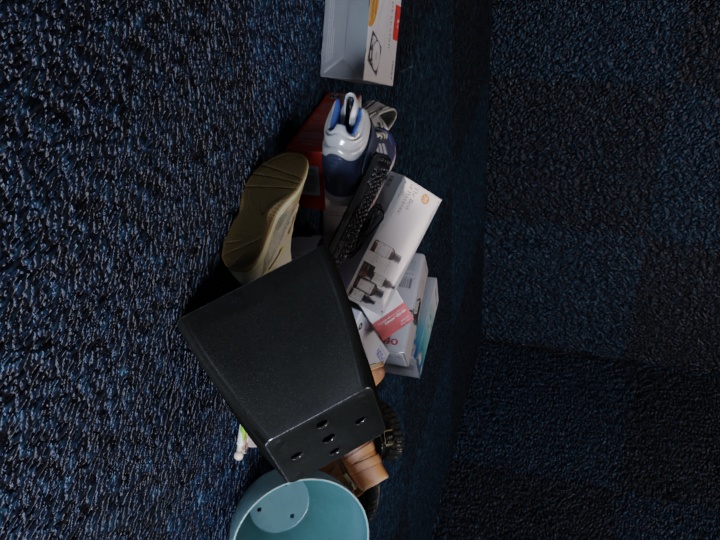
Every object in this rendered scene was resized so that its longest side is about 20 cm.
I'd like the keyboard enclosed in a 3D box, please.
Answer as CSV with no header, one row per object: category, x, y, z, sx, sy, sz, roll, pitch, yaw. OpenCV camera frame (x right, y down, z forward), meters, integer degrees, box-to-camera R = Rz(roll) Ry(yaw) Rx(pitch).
keyboard,0.003,-0.070,1.312,0.202,0.039,0.104,-63,167,10

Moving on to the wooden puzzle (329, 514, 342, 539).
wooden puzzle,-0.075,0.398,1.481,0.186,0.037,0.201,90,-24,-48

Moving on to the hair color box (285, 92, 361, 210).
hair color box,-0.052,-0.189,1.421,0.201,0.060,0.103,-62,155,-52

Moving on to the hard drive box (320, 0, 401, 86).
hard drive box,0.003,-0.389,1.501,0.200,0.076,0.158,-31,128,-72

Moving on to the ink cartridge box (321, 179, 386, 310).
ink cartridge box,-0.010,-0.052,1.607,0.146,0.083,0.203,-50,145,-64

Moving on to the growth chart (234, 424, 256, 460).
growth chart,-0.141,0.201,1.361,0.200,0.017,0.147,28,69,-76

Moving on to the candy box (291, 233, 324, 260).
candy box,-0.092,0.077,1.345,0.169,0.071,0.202,76,21,-52

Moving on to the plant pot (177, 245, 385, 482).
plant pot,-0.075,0.129,1.091,0.178,0.198,0.200,60,-8,33

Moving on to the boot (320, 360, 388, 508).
boot,-0.003,0.245,1.372,0.200,0.155,0.073,-43,163,19

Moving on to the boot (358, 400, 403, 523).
boot,0.015,0.311,1.486,0.158,0.078,0.214,37,53,-65

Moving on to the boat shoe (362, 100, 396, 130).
boat shoe,0.016,-0.256,1.639,0.201,0.066,0.074,-65,157,-50

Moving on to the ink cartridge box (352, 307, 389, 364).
ink cartridge box,-0.029,0.184,1.500,0.202,0.040,0.200,-63,155,-15

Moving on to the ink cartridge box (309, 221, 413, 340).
ink cartridge box,0.000,0.000,1.475,0.201,0.067,0.117,58,-3,-27

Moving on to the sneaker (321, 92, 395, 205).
sneaker,0.004,-0.203,1.340,0.201,0.080,0.148,-56,156,-46

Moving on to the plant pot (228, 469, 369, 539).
plant pot,-0.102,0.366,1.319,0.135,0.197,0.203,-147,-121,-67

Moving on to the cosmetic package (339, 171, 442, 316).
cosmetic package,0.041,-0.040,1.385,0.082,0.051,0.202,27,90,-32

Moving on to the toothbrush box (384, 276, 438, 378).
toothbrush box,0.072,0.107,1.887,0.086,0.144,0.202,78,23,-54

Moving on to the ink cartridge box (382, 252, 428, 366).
ink cartridge box,0.039,0.066,1.736,0.084,0.143,0.202,67,34,-64

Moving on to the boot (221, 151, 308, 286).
boot,-0.114,-0.044,1.233,0.155,0.071,0.202,75,31,-55
